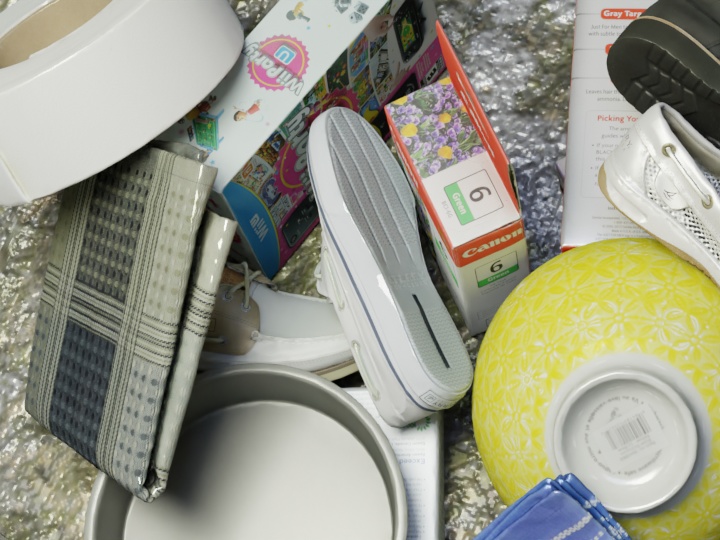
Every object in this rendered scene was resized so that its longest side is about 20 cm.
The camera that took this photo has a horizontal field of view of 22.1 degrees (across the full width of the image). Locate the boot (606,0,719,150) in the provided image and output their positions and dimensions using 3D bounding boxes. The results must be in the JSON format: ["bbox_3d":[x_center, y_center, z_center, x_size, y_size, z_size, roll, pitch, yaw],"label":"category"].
[{"bbox_3d":[0.260,-0.110,1.100,0.200,0.077,0.138,43,58,-2],"label":"boot"}]

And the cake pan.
[{"bbox_3d":[-0.066,0.156,1.105,0.198,0.037,0.202,-4,67,11],"label":"cake pan"}]

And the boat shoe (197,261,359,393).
[{"bbox_3d":[-0.084,0.033,1.177,0.198,0.069,0.075,-3,23,9],"label":"boat shoe"}]

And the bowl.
[{"bbox_3d":[0.155,0.087,1.054,0.198,0.108,0.203,1,98,11],"label":"bowl"}]

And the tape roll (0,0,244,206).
[{"bbox_3d":[-0.173,-0.126,1.142,0.201,0.071,0.203,-24,26,13],"label":"tape roll"}]

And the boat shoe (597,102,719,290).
[{"bbox_3d":[0.230,-0.021,1.042,0.199,0.070,0.071,35,33,4],"label":"boat shoe"}]

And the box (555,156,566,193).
[{"bbox_3d":[0.186,0.007,1.167,0.041,0.039,0.201,-26,64,-1],"label":"box"}]

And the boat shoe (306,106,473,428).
[{"bbox_3d":[0.000,0.000,1.127,0.067,0.073,0.202,-35,64,37],"label":"boat shoe"}]

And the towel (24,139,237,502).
[{"bbox_3d":[-0.142,0.017,1.117,0.192,0.034,0.202,21,101,57],"label":"towel"}]

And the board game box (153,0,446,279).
[{"bbox_3d":[-0.033,-0.109,1.200,0.064,0.148,0.200,36,78,21],"label":"board game box"}]

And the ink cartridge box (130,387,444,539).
[{"bbox_3d":[-0.045,0.173,1.138,0.197,0.041,0.202,-2,67,11],"label":"ink cartridge box"}]

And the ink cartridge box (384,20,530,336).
[{"bbox_3d":[0.059,-0.051,1.127,0.050,0.200,0.110,-24,64,-2],"label":"ink cartridge box"}]

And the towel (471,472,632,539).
[{"bbox_3d":[0.125,0.225,1.022,0.145,0.024,0.200,-42,88,23],"label":"towel"}]

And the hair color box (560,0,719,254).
[{"bbox_3d":[0.180,-0.093,1.157,0.100,0.061,0.202,3,68,11],"label":"hair color box"}]

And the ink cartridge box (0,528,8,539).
[{"bbox_3d":[-0.244,0.244,1.087,0.084,0.146,0.201,-22,64,2],"label":"ink cartridge box"}]
